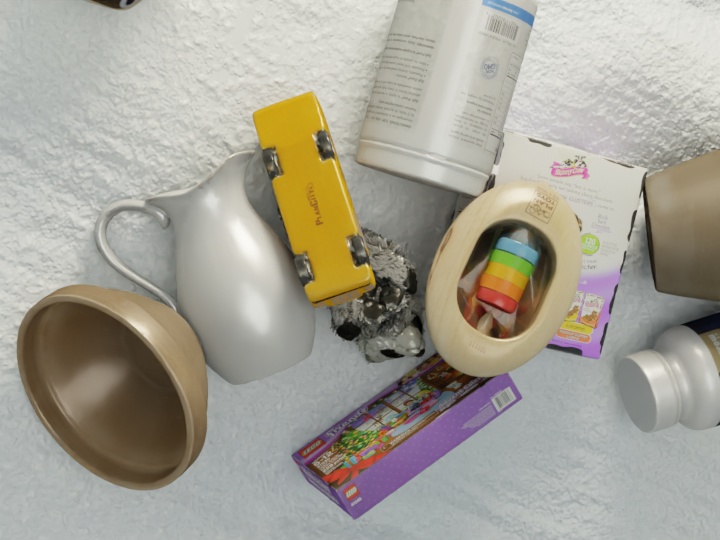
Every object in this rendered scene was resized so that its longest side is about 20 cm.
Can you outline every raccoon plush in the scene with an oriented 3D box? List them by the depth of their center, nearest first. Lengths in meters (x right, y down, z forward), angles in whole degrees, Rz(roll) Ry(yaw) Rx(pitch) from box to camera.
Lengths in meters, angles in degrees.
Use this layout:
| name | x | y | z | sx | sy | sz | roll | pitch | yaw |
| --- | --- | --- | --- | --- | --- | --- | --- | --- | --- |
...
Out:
| name | x | y | z | sx | sy | sz | roll | pitch | yaw |
| --- | --- | --- | --- | --- | --- | --- | --- | --- | --- |
| raccoon plush | 0.000 | 0.000 | 1.701 | 0.097 | 0.134 | 0.200 | -25 | 72 | 1 |

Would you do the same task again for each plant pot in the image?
| name | x | y | z | sx | sy | sz | roll | pitch | yaw |
| --- | --- | --- | --- | --- | --- | --- | --- | --- | --- |
| plant pot | -0.206 | 0.092 | 1.589 | 0.093 | 0.201 | 0.201 | -39 | 110 | -46 |
| plant pot | 0.376 | -0.043 | 1.756 | 0.173 | 0.200 | 0.200 | -7 | 100 | 7 |

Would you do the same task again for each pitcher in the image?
| name | x | y | z | sx | sy | sz | roll | pitch | yaw |
| --- | --- | --- | --- | --- | --- | --- | --- | --- | --- |
| pitcher | -0.142 | 0.008 | 1.627 | 0.172 | 0.121 | 0.200 | -20 | 96 | 9 |

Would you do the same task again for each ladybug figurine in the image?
| name | x | y | z | sx | sy | sz | roll | pitch | yaw |
| --- | --- | --- | --- | --- | --- | --- | --- | --- | --- |
| ladybug figurine | 0.133 | 0.008 | 1.648 | 0.136 | 0.072 | 0.200 | 29 | 79 | -2 |

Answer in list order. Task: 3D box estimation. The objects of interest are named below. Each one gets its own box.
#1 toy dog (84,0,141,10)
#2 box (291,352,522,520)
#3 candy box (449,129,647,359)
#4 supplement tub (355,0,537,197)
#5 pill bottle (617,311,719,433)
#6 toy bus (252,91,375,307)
| name | x | y | z | sx | sy | sz | roll | pitch | yaw |
| --- | --- | --- | --- | --- | --- | --- | --- | --- | --- |
| toy dog | -0.208 | -0.330 | 1.544 | 0.194 | 0.140 | 0.200 | 5 | 95 | -6 |
| box | 0.042 | 0.151 | 1.685 | 0.200 | 0.137 | 0.039 | -35 | 107 | -13 |
| candy box | 0.176 | -0.028 | 1.745 | 0.168 | 0.072 | 0.200 | 14 | 92 | -20 |
| supplement tub | 0.081 | -0.181 | 1.662 | 0.132 | 0.132 | 0.200 | 16 | 92 | -20 |
| pill bottle | 0.372 | 0.100 | 1.806 | 0.200 | 0.111 | 0.111 | -16 | 101 | -17 |
| toy bus | -0.042 | -0.063 | 1.612 | 0.065 | 0.078 | 0.200 | -19 | 72 | 2 |
